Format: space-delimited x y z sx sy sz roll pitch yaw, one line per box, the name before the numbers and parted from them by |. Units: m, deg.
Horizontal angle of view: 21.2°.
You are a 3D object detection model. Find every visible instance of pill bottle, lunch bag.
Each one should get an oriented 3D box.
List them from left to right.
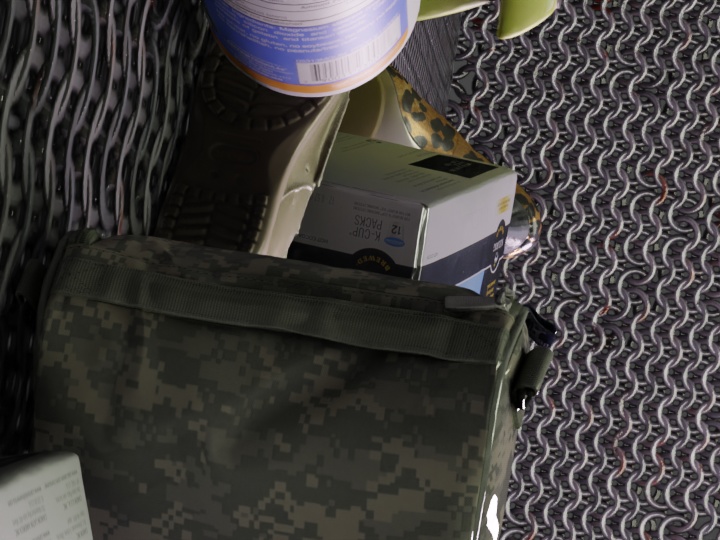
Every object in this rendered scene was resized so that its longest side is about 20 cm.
lunch bag | -0.032 0.067 0.755 0.168 0.198 0.140 94 7 -50
pill bottle | -0.028 -0.167 0.878 0.200 0.111 0.113 81 18 -71

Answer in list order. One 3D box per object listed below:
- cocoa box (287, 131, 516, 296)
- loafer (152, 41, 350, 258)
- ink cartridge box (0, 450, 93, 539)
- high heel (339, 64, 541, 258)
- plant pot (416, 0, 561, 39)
cocoa box | 0.000 0.000 1.154 0.200 0.132 0.132 -25 126 -69
loafer | -0.056 -0.057 0.996 0.069 0.075 0.201 93 17 -56
ink cartridge box | -0.107 0.164 0.596 0.163 0.057 0.202 -4 86 -85
high heel | 0.041 -0.086 1.332 0.071 0.200 0.142 -47 158 17
plant pot | 0.044 -0.251 1.139 0.200 0.180 0.201 -67 165 -66
